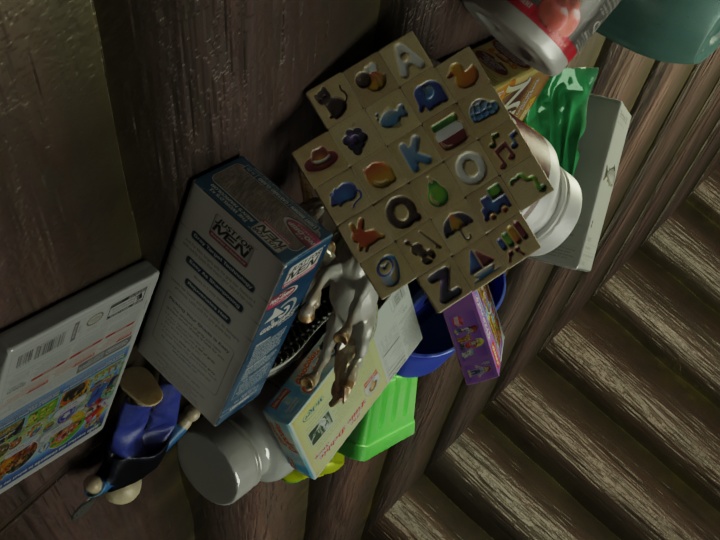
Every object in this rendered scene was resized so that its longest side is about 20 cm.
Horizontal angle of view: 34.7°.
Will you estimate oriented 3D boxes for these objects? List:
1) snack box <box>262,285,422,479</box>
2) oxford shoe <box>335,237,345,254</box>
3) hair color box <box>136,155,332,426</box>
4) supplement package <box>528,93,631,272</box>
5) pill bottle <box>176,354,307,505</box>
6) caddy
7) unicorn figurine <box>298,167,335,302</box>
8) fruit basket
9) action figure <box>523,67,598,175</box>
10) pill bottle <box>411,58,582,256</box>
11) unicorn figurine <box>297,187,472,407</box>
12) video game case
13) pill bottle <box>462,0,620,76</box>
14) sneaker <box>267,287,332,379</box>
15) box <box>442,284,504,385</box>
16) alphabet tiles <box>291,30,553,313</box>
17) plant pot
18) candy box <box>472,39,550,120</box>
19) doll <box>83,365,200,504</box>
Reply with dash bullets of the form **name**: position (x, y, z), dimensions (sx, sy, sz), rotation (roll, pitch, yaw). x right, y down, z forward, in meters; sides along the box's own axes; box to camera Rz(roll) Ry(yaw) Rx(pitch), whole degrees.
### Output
- **snack box**: position (-0.013, 0.103, 1.175), dimensions (0.200, 0.037, 0.116), rotation (-51, 148, -24)
- **oxford shoe**: position (0.000, 0.000, 1.226), dimensions (0.075, 0.058, 0.200), rotation (-35, 161, -45)
- **hair color box**: position (-0.103, 0.020, 0.905), dimensions (0.060, 0.100, 0.200), rotation (-34, 159, -44)
- **supplement package**: position (0.238, -0.109, 1.378), dimensions (0.117, 0.117, 0.201), rotation (4, 101, -71)
- **pill bottle**: position (-0.096, 0.160, 1.237), dimensions (0.200, 0.114, 0.115), rotation (-34, 159, -42)
- **caddy**: position (0.081, 0.031, 1.364), dimensions (0.200, 0.141, 0.105), rotation (-40, 166, -30)
- **unicorn figurine**: position (-0.060, 0.002, 1.006), dimensions (0.200, 0.074, 0.137), rotation (-54, 167, 13)
- **fruit basket**: position (-0.030, 0.208, 1.507), dimensions (0.216, 0.155, 0.216), rotation (-52, 155, -36)
- **action figure**: position (0.201, -0.128, 1.289), dimensions (0.118, 0.055, 0.201), rotation (-2, 105, -21)
- **pill bottle**: position (0.099, -0.090, 1.005), dimensions (0.200, 0.113, 0.113), rotation (28, 106, -36)
- **unicorn figurine**: position (0.000, 0.017, 0.949), dimensions (0.138, 0.074, 0.200), rotation (-60, 180, -39)
- **video game case**: position (-0.232, 0.090, 0.875), dimensions (0.143, 0.018, 0.200), rotation (-33, 158, -47)
- **pill bottle**: position (0.188, -0.275, 0.979), dimensions (0.200, 0.111, 0.111), rotation (-51, 165, 5)
- **sneaker**: position (-0.082, 0.073, 1.146), dimensions (0.200, 0.070, 0.090), rotation (-39, 159, -39)
- **box**: position (0.106, 0.006, 1.241), dimensions (0.039, 0.201, 0.137), rotation (-16, -170, 13)
- **alphabet tiles**: position (0.050, -0.077, 0.899), dimensions (0.166, 0.201, 0.006), rotation (-32, -176, -9)
- **plant pot**: position (0.317, -0.305, 1.167), dimensions (0.201, 0.161, 0.201), rotation (-44, 165, -15)
- **candy box**: position (0.110, -0.162, 1.139), dimensions (0.200, 0.055, 0.116), rotation (-31, 158, -46)
- **doll**: position (-0.200, 0.154, 1.058), dimensions (0.136, 0.048, 0.200), rotation (-32, 157, -44)
